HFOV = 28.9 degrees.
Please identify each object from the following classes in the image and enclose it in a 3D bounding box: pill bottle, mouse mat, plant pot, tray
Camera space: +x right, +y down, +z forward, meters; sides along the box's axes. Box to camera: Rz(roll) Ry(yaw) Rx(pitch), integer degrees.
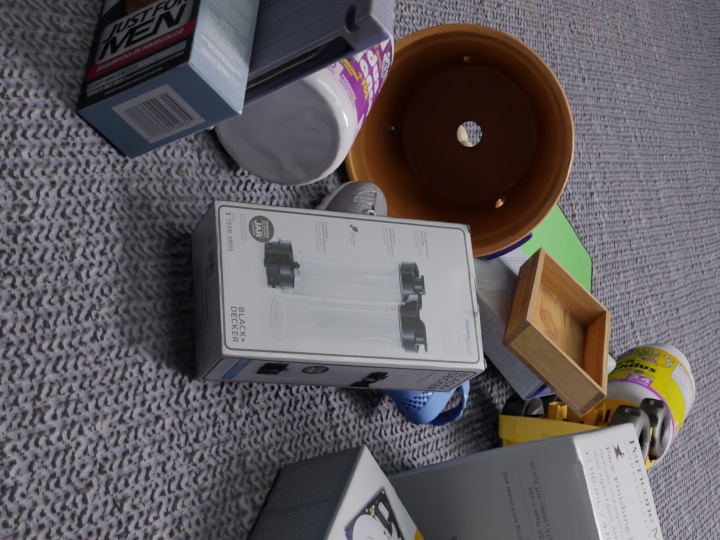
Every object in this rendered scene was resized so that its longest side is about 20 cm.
[{"bbox_3d":[0.322,0.148,1.594,0.200,0.104,0.105,-33,104,-62],"label":"pill bottle"},{"bbox_3d":[0.223,-0.019,1.608,0.200,0.007,0.162,50,36,-35],"label":"mouse mat"},{"bbox_3d":[-0.036,-0.163,1.108,0.113,0.112,0.200,58,32,-25],"label":"pill bottle"},{"bbox_3d":[0.094,-0.119,1.255,0.140,0.199,0.201,-40,111,-77],"label":"plant pot"},{"bbox_3d":[0.186,0.054,1.308,0.099,0.037,0.200,43,21,-6],"label":"tray"}]

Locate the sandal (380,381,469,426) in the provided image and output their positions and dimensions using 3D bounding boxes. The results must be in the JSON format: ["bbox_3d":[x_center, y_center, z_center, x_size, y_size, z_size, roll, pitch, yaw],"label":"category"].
[{"bbox_3d":[0.049,0.086,1.150,0.200,0.079,0.088,12,73,-67],"label":"sandal"}]

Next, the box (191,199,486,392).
[{"bbox_3d":[-0.016,0.022,0.991,0.199,0.060,0.117,3,67,-23],"label":"box"}]

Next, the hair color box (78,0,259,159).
[{"bbox_3d":[-0.125,-0.185,0.972,0.061,0.098,0.201,44,40,-41],"label":"hair color box"}]

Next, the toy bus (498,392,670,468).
[{"bbox_3d":[0.218,0.216,1.356,0.200,0.135,0.194,-3,96,-63],"label":"toy bus"}]

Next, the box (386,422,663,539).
[{"bbox_3d":[0.127,0.238,1.091,0.130,0.199,0.200,-1,76,-60],"label":"box"}]

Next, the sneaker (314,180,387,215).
[{"bbox_3d":[0.000,0.000,1.114,0.075,0.082,0.201,54,34,-32],"label":"sneaker"}]

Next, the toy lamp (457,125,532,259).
[{"bbox_3d":[0.105,-0.112,1.367,0.058,0.058,0.201,-4,66,-61],"label":"toy lamp"}]

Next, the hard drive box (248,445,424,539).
[{"bbox_3d":[-0.018,0.248,0.956,0.156,0.076,0.200,59,32,-24],"label":"hard drive box"}]

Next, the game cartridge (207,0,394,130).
[{"bbox_3d":[-0.059,-0.177,0.981,0.038,0.199,0.130,43,41,-36],"label":"game cartridge"}]

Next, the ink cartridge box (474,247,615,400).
[{"bbox_3d":[0.148,0.034,1.377,0.200,0.041,0.199,54,23,19],"label":"ink cartridge box"}]
